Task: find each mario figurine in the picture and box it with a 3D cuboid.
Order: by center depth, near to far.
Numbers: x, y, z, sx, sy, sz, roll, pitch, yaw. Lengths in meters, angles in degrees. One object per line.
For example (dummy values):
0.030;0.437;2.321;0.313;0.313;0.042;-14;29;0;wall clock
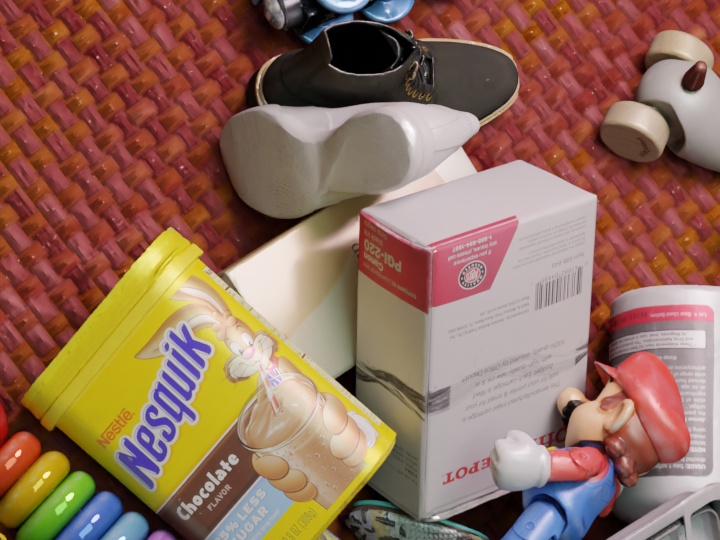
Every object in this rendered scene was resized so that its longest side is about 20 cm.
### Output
0.129;0.130;1.701;0.106;0.123;0.200;43;74;-5;mario figurine

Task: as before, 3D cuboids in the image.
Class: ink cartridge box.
0.075;0.046;1.715;0.145;0.085;0.201;-18;121;-33;ink cartridge box

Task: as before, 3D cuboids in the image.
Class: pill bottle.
0.226;0.118;1.805;0.110;0.111;0.202;7;75;-19;pill bottle

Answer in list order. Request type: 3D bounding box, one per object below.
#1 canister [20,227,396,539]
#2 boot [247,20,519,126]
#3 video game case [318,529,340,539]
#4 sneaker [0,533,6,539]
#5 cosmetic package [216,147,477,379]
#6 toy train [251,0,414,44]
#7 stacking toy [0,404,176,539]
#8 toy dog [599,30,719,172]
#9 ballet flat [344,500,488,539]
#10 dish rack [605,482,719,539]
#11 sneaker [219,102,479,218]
-0.094;0.093;1.663;0.200;0.087;0.149;41;100;0;canister
0.038;-0.133;1.774;0.199;0.138;0.078;-10;82;-23;boot
-0.047;0.275;1.711;0.181;0.025;0.200;41;68;-9;video game case
-0.270;0.177;1.626;0.082;0.078;0.201;-43;104;-28;sneaker
0.000;0.000;1.765;0.199;0.071;0.106;-35;92;-24;cosmetic package
0.008;-0.236;1.819;0.199;0.087;0.115;-25;79;-22;toy train
-0.197;0.151;1.659;0.200;0.085;0.085;44;67;0;stacking toy
0.276;-0.101;1.882;0.199;0.096;0.133;13;74;-18;toy dog
0.081;0.207;1.750;0.199;0.072;0.073;16;73;-18;ballet flat
0.177;0.242;1.688;0.199;0.043;0.173;-27;116;-36;dish rack
-0.006;-0.080;1.728;0.088;0.199;0.076;-20;104;-42;sneaker
